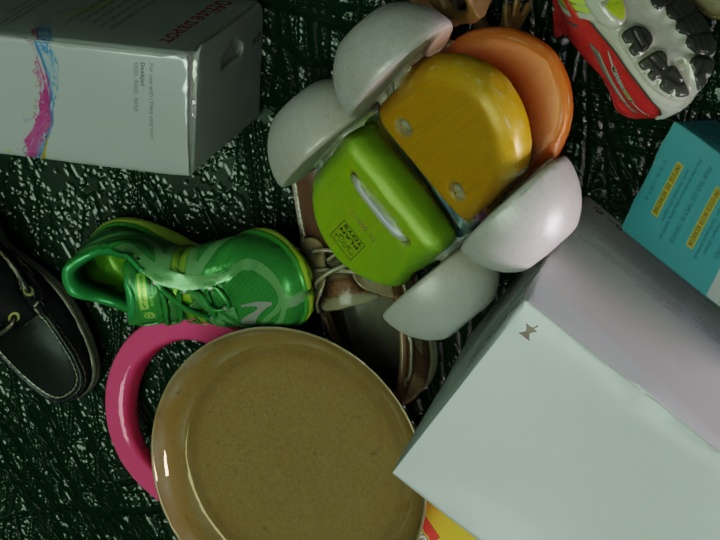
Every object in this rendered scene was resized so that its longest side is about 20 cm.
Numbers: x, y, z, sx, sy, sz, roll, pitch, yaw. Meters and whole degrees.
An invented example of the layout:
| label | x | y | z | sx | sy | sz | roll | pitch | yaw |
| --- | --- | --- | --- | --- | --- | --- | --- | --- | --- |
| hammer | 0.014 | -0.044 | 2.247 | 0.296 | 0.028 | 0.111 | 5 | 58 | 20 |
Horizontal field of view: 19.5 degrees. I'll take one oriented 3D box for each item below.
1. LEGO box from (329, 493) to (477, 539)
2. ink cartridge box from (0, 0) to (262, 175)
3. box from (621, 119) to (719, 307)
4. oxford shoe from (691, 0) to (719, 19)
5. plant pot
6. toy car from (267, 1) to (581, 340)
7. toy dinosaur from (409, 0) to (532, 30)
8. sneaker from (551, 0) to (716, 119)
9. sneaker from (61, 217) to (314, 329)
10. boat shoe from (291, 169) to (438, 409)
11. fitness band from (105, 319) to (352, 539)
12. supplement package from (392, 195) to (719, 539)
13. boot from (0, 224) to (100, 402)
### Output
| label | x | y | z | sx | sy | sz | roll | pitch | yaw |
| --- | --- | --- | --- | --- | --- | --- | --- | --- | --- |
| LEGO box | 0.069 | 0.234 | 1.444 | 0.148 | 0.077 | 0.201 | -31 | 98 | 25 |
| ink cartridge box | -0.175 | -0.129 | 1.347 | 0.198 | 0.145 | 0.086 | 6 | 112 | 15 |
| box | 0.256 | -0.005 | 1.265 | 0.200 | 0.049 | 0.083 | 41 | 120 | 32 |
| oxford shoe | 0.188 | -0.239 | 1.233 | 0.070 | 0.075 | 0.202 | -16 | 105 | 21 |
| plant pot | -0.045 | 0.131 | 1.392 | 0.198 | 0.027 | 0.202 | 6 | 107 | 21 |
| toy car | 0.054 | -0.073 | 1.289 | 0.175 | 0.150 | 0.200 | 50 | 136 | 4 |
| toy dinosaur | 0.050 | -0.169 | 1.324 | 0.106 | 0.060 | 0.202 | 27 | 124 | 41 |
| sneaker | 0.134 | -0.178 | 1.277 | 0.201 | 0.077 | 0.085 | 61 | 154 | 3 |
| sneaker | -0.115 | 0.013 | 1.395 | 0.198 | 0.083 | 0.075 | 5 | 117 | 34 |
| boat shoe | 0.000 | 0.000 | 1.382 | 0.075 | 0.072 | 0.202 | -17 | 104 | 22 |
| fitness band | -0.088 | 0.107 | 1.447 | 0.198 | 0.037 | 0.145 | 19 | 108 | 22 |
| supplement package | 0.154 | 0.092 | 1.298 | 0.191 | 0.200 | 0.147 | 38 | 116 | 1 |
| boot | -0.275 | 0.028 | 1.423 | 0.073 | 0.154 | 0.204 | -34 | 97 | 25 |
